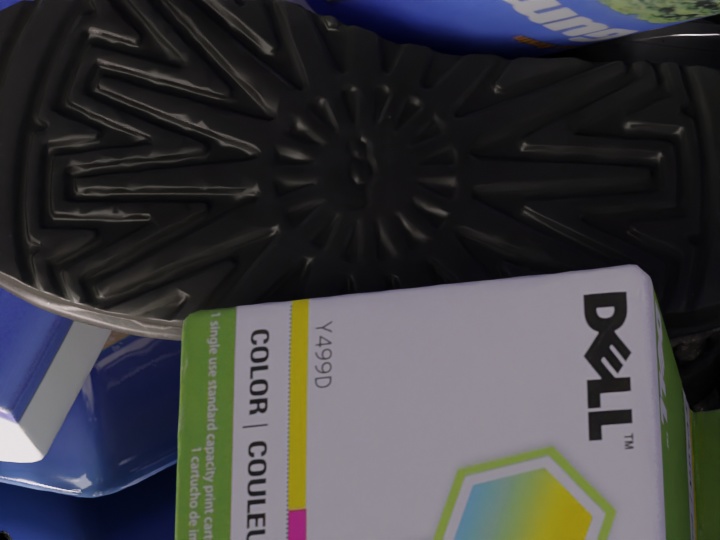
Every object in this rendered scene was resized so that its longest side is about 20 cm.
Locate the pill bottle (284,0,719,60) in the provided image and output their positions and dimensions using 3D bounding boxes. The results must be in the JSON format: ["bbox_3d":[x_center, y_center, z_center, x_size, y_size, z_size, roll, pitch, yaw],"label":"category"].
[{"bbox_3d":[0.033,-0.105,0.701,0.199,0.112,0.113,-10,105,48],"label":"pill bottle"}]

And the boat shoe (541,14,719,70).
[{"bbox_3d":[0.049,-0.060,0.791,0.198,0.066,0.075,8,135,28],"label":"boat shoe"}]

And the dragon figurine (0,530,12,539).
[{"bbox_3d":[-0.018,0.088,0.719,0.100,0.059,0.200,-49,61,4],"label":"dragon figurine"}]

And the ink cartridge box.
[{"bbox_3d":[0.066,0.077,0.617,0.199,0.149,0.076,-7,152,12],"label":"ink cartridge box"}]

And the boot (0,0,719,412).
[{"bbox_3d":[0.000,0.003,0.735,0.210,0.080,0.158,9,163,1],"label":"boot"}]

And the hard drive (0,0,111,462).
[{"bbox_3d":[-0.096,-0.043,0.797,0.131,0.201,0.025,5,143,32],"label":"hard drive"}]

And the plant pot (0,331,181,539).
[{"bbox_3d":[-0.099,0.081,0.881,0.199,0.200,0.181,9,108,29],"label":"plant pot"}]
